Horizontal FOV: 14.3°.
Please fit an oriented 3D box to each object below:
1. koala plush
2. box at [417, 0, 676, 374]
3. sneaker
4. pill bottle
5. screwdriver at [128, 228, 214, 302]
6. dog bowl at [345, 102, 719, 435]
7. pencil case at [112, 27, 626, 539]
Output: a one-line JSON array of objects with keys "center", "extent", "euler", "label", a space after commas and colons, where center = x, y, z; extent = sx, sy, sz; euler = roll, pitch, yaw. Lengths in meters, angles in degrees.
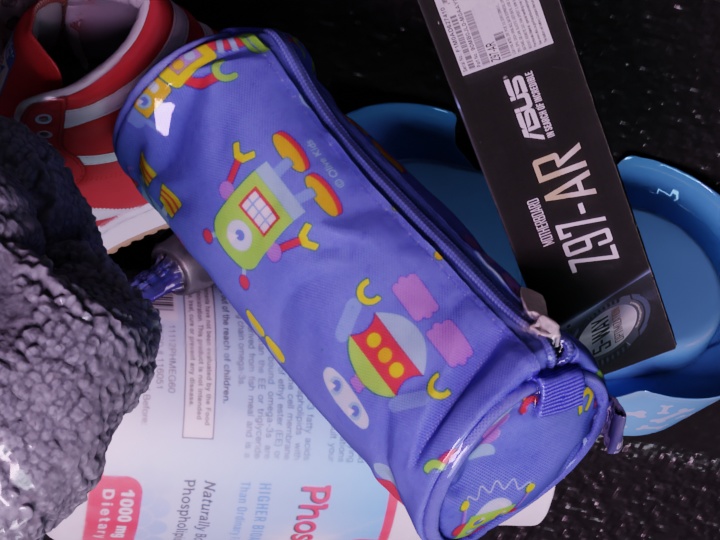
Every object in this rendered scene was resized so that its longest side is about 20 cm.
[{"center": [-0.176, -0.010, 0.886], "extent": [0.177, 0.184, 0.200], "euler": [-42, 120, -9], "label": "koala plush"}, {"center": [0.047, -0.084, 0.980], "extent": [0.043, 0.160, 0.200], "euler": [-20, 133, 4], "label": "box"}, {"center": [-0.134, -0.039, 1.052], "extent": [0.200, 0.071, 0.112], "euler": [-32, 142, 12], "label": "sneaker"}, {"center": [-0.026, 0.057, 1.138], "extent": [0.200, 0.109, 0.109], "euler": [3, 132, -9], "label": "pill bottle"}, {"center": [-0.098, 0.017, 1.062], "extent": [0.028, 0.200, 0.029], "euler": [-16, 103, 48], "label": "screwdriver"}, {"center": [0.063, 0.005, 1.105], "extent": [0.200, 0.112, 0.050], "euler": [12, 143, -17], "label": "dog bowl"}, {"center": [0.000, 0.000, 0.960], "extent": [0.078, 0.200, 0.087], "euler": [-5, 136, -50], "label": "pencil case"}]
